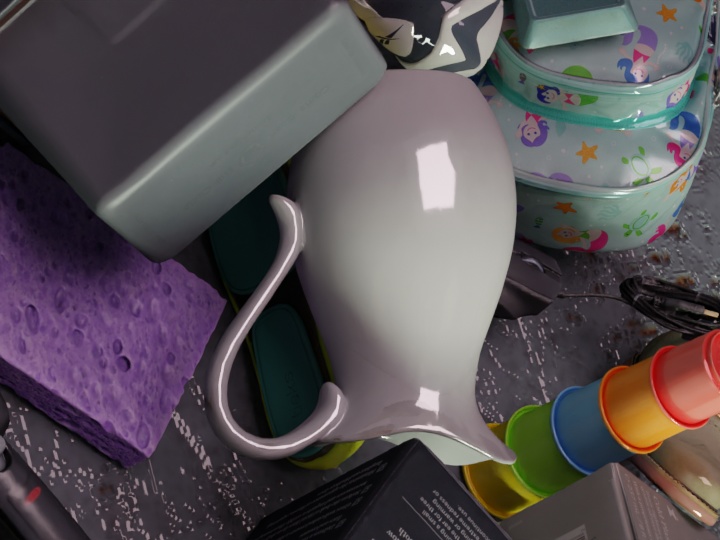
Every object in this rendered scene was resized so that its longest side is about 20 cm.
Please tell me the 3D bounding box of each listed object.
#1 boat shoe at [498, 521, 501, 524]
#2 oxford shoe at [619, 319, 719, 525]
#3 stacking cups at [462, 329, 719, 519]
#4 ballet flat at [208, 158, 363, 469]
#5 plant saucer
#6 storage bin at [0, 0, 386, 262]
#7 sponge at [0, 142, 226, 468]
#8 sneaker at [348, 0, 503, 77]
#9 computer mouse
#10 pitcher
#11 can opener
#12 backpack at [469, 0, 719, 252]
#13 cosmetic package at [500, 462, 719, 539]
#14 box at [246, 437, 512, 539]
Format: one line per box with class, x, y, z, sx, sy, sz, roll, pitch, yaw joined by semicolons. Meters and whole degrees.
boat shoe;0.072;0.219;1.011;0.071;0.076;0.201;35;52;-18
oxford shoe;0.196;0.081;1.112;0.071;0.074;0.200;38;18;-14
stacking cups;0.139;0.089;1.040;0.060;0.200;0.061;15;63;-31
ballet flat;-0.037;0.014;1.045;0.067;0.066;0.201;5;67;-58
plant saucer;0.113;-0.215;1.133;0.069;0.019;0.201;-10;53;0
storage bin;-0.092;-0.112;0.923;0.134;0.200;0.146;50;0;26
sponge;-0.172;0.004;0.963;0.200;0.030;0.112;36;51;-18
sneaker;0.029;-0.223;1.091;0.129;0.079;0.201;24;75;-38
computer mouse;0.130;0.006;1.130;0.198;0.034;0.059;9;34;-5
pitcher;0.000;0.000;0.965;0.170;0.121;0.202;3;83;-27
can opener;-0.169;0.110;0.891;0.200;0.063;0.079;52;54;-5
backpack;0.139;-0.118;1.167;0.176;0.151;0.201;12;64;3
cosmetic package;0.170;0.201;1.039;0.200;0.090;0.107;32;36;-42
box;-0.026;0.201;0.899;0.107;0.148;0.200;48;50;-8
